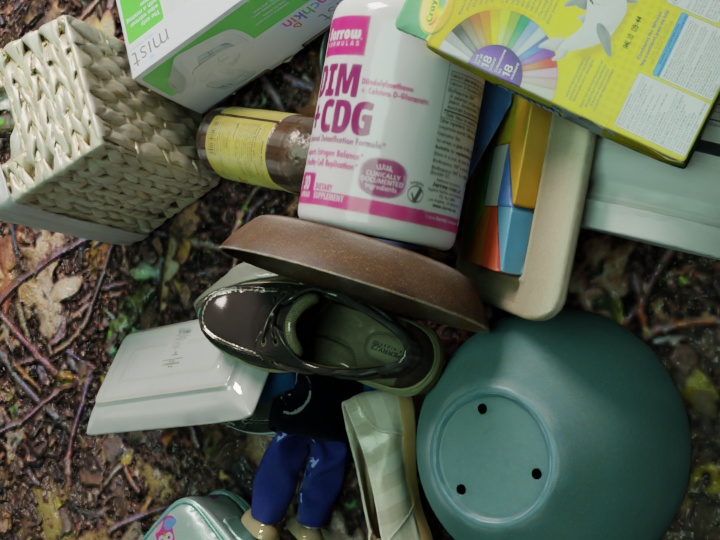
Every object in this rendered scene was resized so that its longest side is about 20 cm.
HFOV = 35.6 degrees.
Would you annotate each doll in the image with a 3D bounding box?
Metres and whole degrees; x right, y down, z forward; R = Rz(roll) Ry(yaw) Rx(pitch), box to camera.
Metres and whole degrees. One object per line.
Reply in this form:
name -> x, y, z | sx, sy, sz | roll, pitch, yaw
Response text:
doll -> -0.042, 0.118, 0.897 | 0.048, 0.135, 0.203 | -138, 62, -65

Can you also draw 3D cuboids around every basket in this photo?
basket -> -0.226, -0.115, 0.965 | 0.122, 0.199, 0.137 | -25, 75, 21

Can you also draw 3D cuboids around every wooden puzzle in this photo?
wooden puzzle -> 0.108, -0.067, 0.790 | 0.037, 0.200, 0.188 | 10, 92, -11

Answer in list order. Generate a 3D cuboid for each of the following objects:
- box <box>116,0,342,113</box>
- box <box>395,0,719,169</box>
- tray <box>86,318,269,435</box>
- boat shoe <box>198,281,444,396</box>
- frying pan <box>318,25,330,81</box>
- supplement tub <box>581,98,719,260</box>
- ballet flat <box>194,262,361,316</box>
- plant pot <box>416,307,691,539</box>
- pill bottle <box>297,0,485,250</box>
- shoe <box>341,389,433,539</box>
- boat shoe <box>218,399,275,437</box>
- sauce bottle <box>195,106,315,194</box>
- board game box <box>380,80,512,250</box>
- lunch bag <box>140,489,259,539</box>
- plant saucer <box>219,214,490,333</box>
box -> -0.108, -0.264, 0.952 | 0.199, 0.096, 0.179 | -27, 63, 26
box -> 0.129, -0.155, 0.674 | 0.198, 0.048, 0.118 | 28, 98, 14
tray -> -0.147, 0.078, 0.917 | 0.198, 0.022, 0.108 | -11, 45, 38
boat shoe -> -0.037, 0.040, 0.812 | 0.197, 0.065, 0.074 | 8, 74, 25
frying pan -> 0.040, -0.171, 0.913 | 0.188, 0.031, 0.117 | 13, 95, 32
supplement tub -> 0.219, -0.116, 0.741 | 0.139, 0.140, 0.203 | 15, 94, 29
ballet flat -> -0.050, 0.001, 0.942 | 0.198, 0.067, 0.064 | -14, 53, 27
plant pot -> 0.117, 0.126, 0.787 | 0.198, 0.134, 0.203 | -2, 86, 29
pill bottle -> 0.028, -0.123, 0.773 | 0.112, 0.113, 0.203 | 11, 91, 29
shoe -> 0.021, 0.192, 0.867 | 0.070, 0.053, 0.203 | 152, 113, -69
boat shoe -> -0.120, 0.105, 0.968 | 0.198, 0.056, 0.070 | 3, 88, 30
sauce bottle -> -0.058, -0.095, 0.910 | 0.199, 0.064, 0.066 | 17, 96, 49
board game box -> 0.056, -0.111, 0.860 | 0.158, 0.039, 0.201 | 51, 121, 43
lunch bag -> -0.112, 0.295, 0.940 | 0.161, 0.077, 0.200 | -50, 66, 16
plant saucer -> 0.000, 0.000, 0.788 | 0.198, 0.200, 0.035 | 16, 85, 29
